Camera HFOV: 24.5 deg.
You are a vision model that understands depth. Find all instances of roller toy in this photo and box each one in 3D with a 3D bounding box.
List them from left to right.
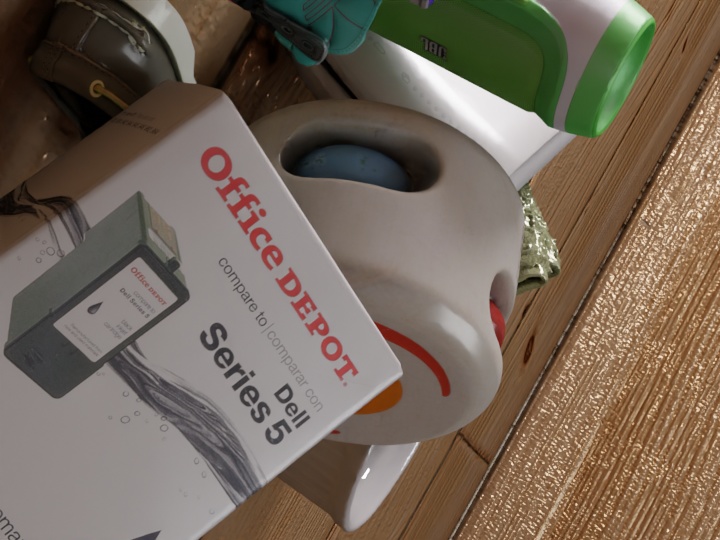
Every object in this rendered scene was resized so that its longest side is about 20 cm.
[{"bbox_3d":[0.000,0.000,0.929,0.182,0.200,0.141,-22,-136,42],"label":"roller toy"}]

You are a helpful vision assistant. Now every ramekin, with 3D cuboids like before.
[{"bbox_3d":[-0.001,0.115,1.437,0.201,0.097,0.201,-56,165,-23],"label":"ramekin"}]

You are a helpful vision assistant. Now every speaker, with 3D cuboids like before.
[{"bbox_3d":[0.060,-0.151,0.925,0.089,0.199,0.089,-55,165,-23],"label":"speaker"}]

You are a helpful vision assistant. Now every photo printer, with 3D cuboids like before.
[{"bbox_3d":[0.052,-0.120,1.044,0.069,0.166,0.200,-47,176,34],"label":"photo printer"}]

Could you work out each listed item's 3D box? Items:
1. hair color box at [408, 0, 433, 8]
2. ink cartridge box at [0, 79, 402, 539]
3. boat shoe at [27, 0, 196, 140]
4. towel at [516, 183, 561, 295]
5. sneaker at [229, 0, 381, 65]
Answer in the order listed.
[{"bbox_3d":[0.014,-0.235,0.789,0.065,0.109,0.201,-50,161,-37],"label":"hair color box"},{"bbox_3d":[-0.105,0.038,0.674,0.200,0.146,0.084,-38,-160,-13],"label":"ink cartridge box"},{"bbox_3d":[-0.103,-0.066,0.780,0.060,0.072,0.202,-56,159,-16],"label":"boat shoe"},{"bbox_3d":[0.047,-0.033,1.109,0.201,0.147,0.037,-102,168,-51],"label":"towel"},{"bbox_3d":[-0.045,-0.145,0.725,0.084,0.120,0.200,-63,166,10],"label":"sneaker"}]
